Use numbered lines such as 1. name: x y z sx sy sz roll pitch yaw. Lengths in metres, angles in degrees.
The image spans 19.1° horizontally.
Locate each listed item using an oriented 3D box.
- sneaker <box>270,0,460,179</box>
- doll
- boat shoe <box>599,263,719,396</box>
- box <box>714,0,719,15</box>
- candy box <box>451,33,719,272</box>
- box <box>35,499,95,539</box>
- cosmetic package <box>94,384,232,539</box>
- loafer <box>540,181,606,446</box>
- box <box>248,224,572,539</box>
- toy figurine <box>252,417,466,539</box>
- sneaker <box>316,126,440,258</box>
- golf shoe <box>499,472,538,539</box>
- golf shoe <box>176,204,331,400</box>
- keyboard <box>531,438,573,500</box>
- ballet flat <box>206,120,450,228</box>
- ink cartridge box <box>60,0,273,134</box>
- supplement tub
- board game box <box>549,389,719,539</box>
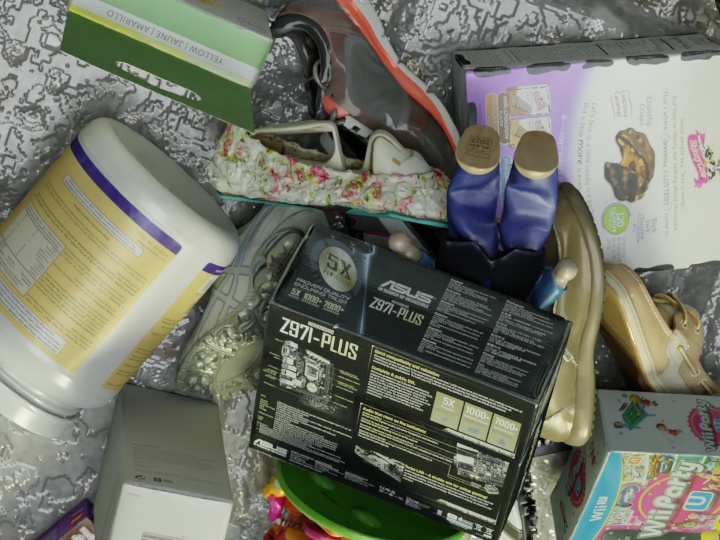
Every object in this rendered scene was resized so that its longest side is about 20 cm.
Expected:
1. sneaker: 0.001 -0.119 1.572 0.082 0.077 0.201 -38 97 -23
2. doll: 0.086 -0.012 1.497 0.135 0.049 0.201 5 135 1
3. boat shoe: 0.230 0.051 1.644 0.069 0.074 0.200 -36 139 -5
4. box: 0.364 -0.167 1.601 0.147 0.104 0.201 -24 108 0
5. candy box: 0.173 -0.084 1.617 0.198 0.072 0.169 -5 107 -6
6. box: -0.206 0.299 1.697 0.137 0.039 0.200 -38 108 5
7. cosmetic package: -0.149 0.171 1.582 0.084 0.200 0.109 11 106 -9
8. loafer: 0.139 0.036 1.572 0.067 0.076 0.202 -4 105 -8
9. box: 0.032 0.082 1.515 0.198 0.086 0.165 20 137 10
10. toy figurine: -0.029 0.227 1.616 0.149 0.200 0.185 -7 122 -44
11. sneaker: 0.000 0.000 1.618 0.120 0.084 0.201 -35 92 12
12. golf shoe: 0.086 0.155 1.662 0.094 0.078 0.202 -11 93 4
13. golf shoe: -0.078 0.015 1.617 0.078 0.098 0.200 17 131 -30
14. keyboard: 0.089 0.147 1.702 0.198 0.021 0.128 -11 107 -4
15. ballet flat: -0.011 -0.072 1.525 0.198 0.076 0.065 7 103 0
16. ink cartridge box: -0.133 -0.168 1.484 0.145 0.200 0.048 22 105 -13
17. supplement tub: -0.200 0.007 1.556 0.145 0.146 0.200 40 98 -16
18. board game box: 0.262 0.163 1.666 0.198 0.065 0.148 3 139 -11
